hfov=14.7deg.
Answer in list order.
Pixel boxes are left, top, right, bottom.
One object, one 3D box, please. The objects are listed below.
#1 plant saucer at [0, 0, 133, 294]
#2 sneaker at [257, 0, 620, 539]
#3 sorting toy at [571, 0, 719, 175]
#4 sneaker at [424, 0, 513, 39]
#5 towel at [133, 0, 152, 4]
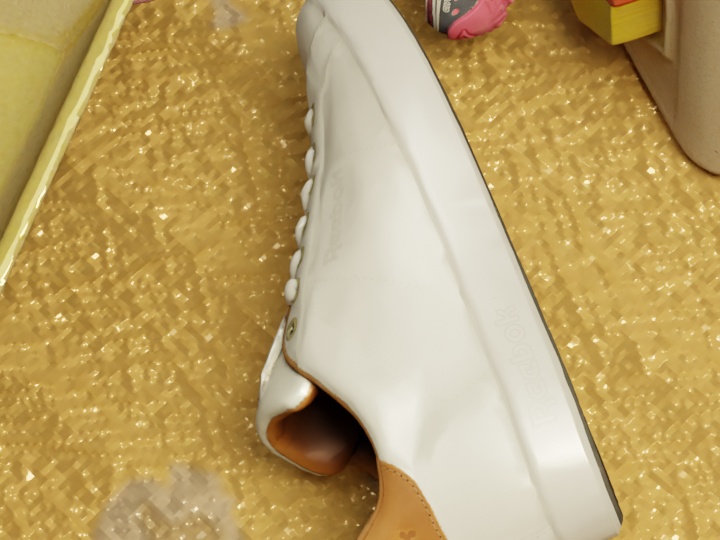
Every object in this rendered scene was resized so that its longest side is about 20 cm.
[{"bbox_3d":[-0.175,-0.021,0.758,0.199,0.048,0.201,17,72,17],"label":"plant saucer"},{"bbox_3d":[0.000,0.000,0.772,0.084,0.073,0.201,-23,52,4],"label":"sneaker"},{"bbox_3d":[0.060,-0.146,0.794,0.036,0.185,0.200,-22,56,-11],"label":"sorting toy"},{"bbox_3d":[-0.010,-0.157,0.850,0.074,0.081,0.201,-25,78,-7],"label":"sneaker"},{"bbox_3d":[-0.158,-0.121,0.855,0.199,0.023,0.145,-11,50,5],"label":"towel"}]
